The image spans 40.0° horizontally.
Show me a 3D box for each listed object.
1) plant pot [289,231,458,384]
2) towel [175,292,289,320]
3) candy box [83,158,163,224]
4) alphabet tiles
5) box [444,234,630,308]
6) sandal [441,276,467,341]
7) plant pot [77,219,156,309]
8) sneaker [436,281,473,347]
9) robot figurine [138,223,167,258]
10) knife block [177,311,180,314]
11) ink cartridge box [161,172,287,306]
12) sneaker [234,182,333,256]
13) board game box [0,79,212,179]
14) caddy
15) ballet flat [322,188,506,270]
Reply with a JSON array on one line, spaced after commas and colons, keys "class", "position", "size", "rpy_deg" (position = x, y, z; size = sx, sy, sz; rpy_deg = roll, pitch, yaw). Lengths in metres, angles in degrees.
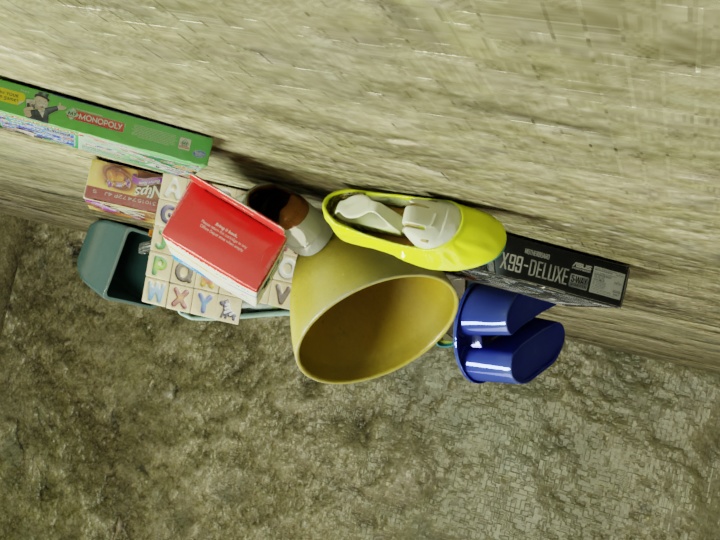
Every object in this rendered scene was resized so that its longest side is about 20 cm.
[{"class": "plant pot", "position": [-0.003, 0.015, 1.155], "size": [0.198, 0.200, 0.143], "rpy_deg": [17, -141, -45]}, {"class": "towel", "position": [-0.161, 0.033, 1.379], "size": [0.196, 0.049, 0.171], "rpy_deg": [1, -173, -12]}, {"class": "candy box", "position": [-0.317, -0.105, 1.370], "size": [0.115, 0.057, 0.200], "rpy_deg": [13, 178, -14]}, {"class": "alphabet tiles", "position": [-0.171, -0.020, 1.254], "size": [0.197, 0.170, 0.008], "rpy_deg": [13, -173, 7]}, {"class": "box", "position": [0.188, -0.002, 1.153], "size": [0.197, 0.051, 0.158], "rpy_deg": [14, 177, -10]}, {"class": "sandal", "position": [0.120, 0.026, 1.387], "size": [0.080, 0.055, 0.201], "rpy_deg": [9, 143, 20]}, {"class": "plant pot", "position": [-0.649, -0.035, 2.670], "size": [0.198, 0.199, 0.195], "rpy_deg": [23, -177, 34]}, {"class": "sneaker", "position": [0.116, 0.048, 1.534], "size": [0.078, 0.133, 0.199], "rpy_deg": [12, 177, -23]}, {"class": "robot figurine", "position": [-0.196, -0.035, 1.330], "size": [0.197, 0.059, 0.145], "rpy_deg": [-3, 167, 19]}, {"class": "knife block", "position": [-0.262, -0.018, 1.532], "size": [0.063, 0.179, 0.200], "rpy_deg": [13, 176, -19]}, {"class": "ink cartridge box", "position": [-0.143, -0.028, 1.050], "size": [0.115, 0.068, 0.200], "rpy_deg": [30, 170, -1]}, {"class": "sneaker", "position": [-0.115, -0.075, 1.148], "size": [0.199, 0.073, 0.085], "rpy_deg": [11, 153, 50]}, {"class": "board game box", "position": [-0.247, -0.131, 0.941], "size": [0.197, 0.030, 0.134], "rpy_deg": [14, 176, -16]}, {"class": "caddy", "position": [0.200, 0.077, 1.373], "size": [0.104, 0.144, 0.199], "rpy_deg": [5, -162, 38]}, {"class": "ballet flat", "position": [0.043, -0.045, 0.959], "size": [0.198, 0.068, 0.067], "rpy_deg": [12, 163, 36]}]
